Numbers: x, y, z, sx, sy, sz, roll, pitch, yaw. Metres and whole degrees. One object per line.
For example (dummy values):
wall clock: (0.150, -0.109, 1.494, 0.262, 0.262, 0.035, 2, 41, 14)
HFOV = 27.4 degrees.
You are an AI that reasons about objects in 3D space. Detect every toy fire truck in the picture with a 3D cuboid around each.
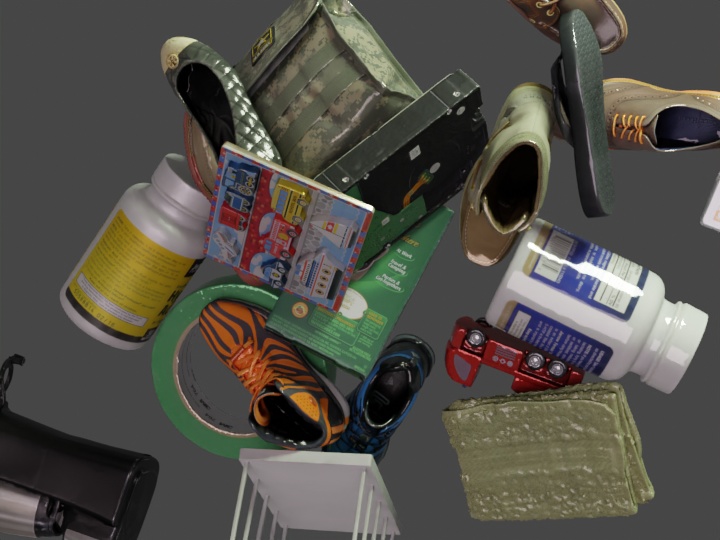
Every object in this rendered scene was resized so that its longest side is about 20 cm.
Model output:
toy fire truck: (0.174, 0.144, 1.562, 0.200, 0.049, 0.141, 20, 108, 8)

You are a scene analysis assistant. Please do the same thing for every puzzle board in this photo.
puzzle board: (-0.074, -0.034, 1.412, 0.151, 0.017, 0.200, 24, 150, 2)

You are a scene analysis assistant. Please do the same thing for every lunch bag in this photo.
lunch bag: (-0.050, -0.182, 1.489, 0.164, 0.118, 0.200, -46, 59, 19)

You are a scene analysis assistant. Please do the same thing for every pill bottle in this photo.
pill bottle: (0.238, 0.041, 1.486, 0.200, 0.120, 0.120, 26, 107, 6)
pill bottle: (-0.226, -0.022, 1.580, 0.111, 0.111, 0.200, 37, 108, 2)

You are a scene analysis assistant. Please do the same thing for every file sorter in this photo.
file sorter: (-0.046, 0.284, 1.551, 0.139, 0.200, 0.125, 2, 61, 13)

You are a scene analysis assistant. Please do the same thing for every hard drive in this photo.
hard drive: (0.039, -0.093, 1.453, 0.200, 0.140, 0.038, -39, 60, -11)

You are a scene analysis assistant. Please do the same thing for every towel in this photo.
towel: (0.191, 0.189, 1.520, 0.200, 0.036, 0.149, -9, 106, 23)

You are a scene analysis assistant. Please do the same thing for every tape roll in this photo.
tape roll: (-0.128, 0.106, 1.622, 0.200, 0.048, 0.201, 3, 104, 11)

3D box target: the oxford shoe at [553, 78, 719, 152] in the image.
oxford shoe: (0.272, -0.150, 1.452, 0.200, 0.073, 0.071, 1, 105, 21)

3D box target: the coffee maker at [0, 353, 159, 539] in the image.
coffee maker: (-0.335, 0.220, 1.651, 0.200, 0.135, 0.192, 15, 105, 8)

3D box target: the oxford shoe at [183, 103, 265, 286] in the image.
oxford shoe: (-0.115, -0.085, 1.509, 0.075, 0.070, 0.200, -16, 103, 45)

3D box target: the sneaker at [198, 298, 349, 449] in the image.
sneaker: (-0.099, 0.106, 1.527, 0.200, 0.112, 0.078, 40, 106, 9)

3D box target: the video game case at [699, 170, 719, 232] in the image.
video game case: (0.462, -0.093, 1.454, 0.200, 0.023, 0.182, 21, 107, 7)

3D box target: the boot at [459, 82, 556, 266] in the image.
boot: (0.137, -0.066, 1.424, 0.072, 0.155, 0.200, 18, 119, 0)

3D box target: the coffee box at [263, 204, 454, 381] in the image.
coffee box: (0.000, 0.000, 1.528, 0.123, 0.044, 0.200, 26, 81, 5)

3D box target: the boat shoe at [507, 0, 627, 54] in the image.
boat shoe: (0.175, -0.278, 1.451, 0.200, 0.070, 0.070, 35, 104, 1)

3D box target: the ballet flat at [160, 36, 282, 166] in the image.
ballet flat: (-0.143, -0.157, 1.444, 0.200, 0.057, 0.066, 54, 126, 24)

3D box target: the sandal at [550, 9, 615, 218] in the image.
sandal: (0.206, -0.149, 1.416, 0.043, 0.076, 0.200, -4, 95, 27)

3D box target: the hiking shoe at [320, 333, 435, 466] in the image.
hiking shoe: (0.006, 0.158, 1.583, 0.074, 0.087, 0.200, 29, 108, 5)
